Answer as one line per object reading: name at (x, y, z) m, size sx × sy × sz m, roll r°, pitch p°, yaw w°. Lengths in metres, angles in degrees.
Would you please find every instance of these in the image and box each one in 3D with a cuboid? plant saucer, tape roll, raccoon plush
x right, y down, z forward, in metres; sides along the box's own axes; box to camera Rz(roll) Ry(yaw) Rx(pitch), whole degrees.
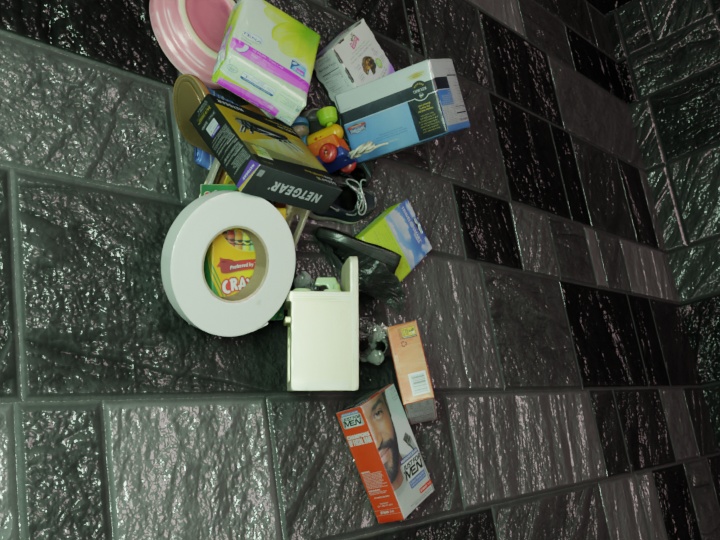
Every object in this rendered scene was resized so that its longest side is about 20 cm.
plant saucer at (-0.258, -0.407, 1.370) m, size 0.199 × 0.050 × 0.204 m, roll 26°, pitch 54°, yaw -42°
tape roll at (-0.182, -0.009, 1.152) m, size 0.200 × 0.037 × 0.207 m, roll -8°, pitch 103°, yaw -37°
raccoon plush at (-0.019, 0.077, 1.418) m, size 0.134 × 0.096 × 0.203 m, roll -22°, pitch 91°, yaw -61°

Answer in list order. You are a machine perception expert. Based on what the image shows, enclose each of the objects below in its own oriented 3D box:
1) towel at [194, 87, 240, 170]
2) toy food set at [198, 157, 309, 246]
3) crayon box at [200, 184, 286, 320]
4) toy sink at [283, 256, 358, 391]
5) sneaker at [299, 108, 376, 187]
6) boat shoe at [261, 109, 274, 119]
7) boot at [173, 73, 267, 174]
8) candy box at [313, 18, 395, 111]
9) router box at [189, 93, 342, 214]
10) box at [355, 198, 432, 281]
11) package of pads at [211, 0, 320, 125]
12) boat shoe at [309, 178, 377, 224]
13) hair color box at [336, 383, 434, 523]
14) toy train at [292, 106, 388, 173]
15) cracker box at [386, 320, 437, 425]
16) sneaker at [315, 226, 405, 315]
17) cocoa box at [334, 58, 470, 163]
towel at (-0.197, -0.212, 1.377) m, size 0.199 × 0.024 × 0.147 m, roll 20°, pitch 59°, yaw -46°
toy food set at (-0.167, -0.088, 1.267) m, size 0.199 × 0.060 × 0.146 m, roll 20°, pitch 94°, yaw -46°
crayon box at (-0.175, -0.024, 1.211) m, size 0.125 × 0.050 × 0.204 m, roll -5°, pitch 100°, yaw -37°
toy sink at (-0.064, 0.085, 1.270) m, size 0.110 × 0.130 × 0.204 m, roll 1°, pitch 82°, yaw -8°
sneaker at (-0.038, -0.231, 1.546) m, size 0.199 × 0.075 × 0.080 m, roll 32°, pitch 52°, yaw -39°
boat shoe at (-0.146, -0.329, 1.419) m, size 0.073 × 0.061 × 0.201 m, roll 45°, pitch 24°, yaw -24°
boot at (-0.208, -0.238, 1.304) m, size 0.155 × 0.073 × 0.202 m, roll -52°, pitch 130°, yaw -46°
candy box at (0.004, -0.384, 1.672) m, size 0.201 × 0.071 × 0.168 m, roll 56°, pitch 39°, yaw -18°
router box at (-0.136, -0.168, 1.214) m, size 0.158 × 0.052 × 0.199 m, roll 52°, pitch 22°, yaw 26°
box at (0.060, -0.046, 1.605) m, size 0.123 × 0.047 × 0.200 m, roll 62°, pitch 37°, yaw -11°
package of pads at (-0.153, -0.348, 1.334) m, size 0.153 × 0.068 × 0.202 m, roll 27°, pitch 44°, yaw -21°
boat shoe at (-0.025, -0.132, 1.525) m, size 0.198 × 0.061 × 0.076 m, roll 1°, pitch 72°, yaw -51°
hair color box at (0.045, 0.311, 1.406) m, size 0.110 × 0.063 × 0.203 m, roll -23°, pitch 91°, yaw -53°
toy train at (-0.045, -0.235, 1.433) m, size 0.084 × 0.198 × 0.118 m, roll 15°, pitch 59°, yaw -59°
cracker box at (0.093, 0.184, 1.438) m, size 0.200 × 0.057 × 0.136 m, roll 74°, pitch 4°, yaw -69°
sneaker at (-0.001, -0.001, 1.485) m, size 0.197 × 0.060 × 0.106 m, roll 19°, pitch 97°, yaw -12°
cocoa box at (0.079, -0.291, 1.504) m, size 0.133 × 0.197 × 0.133 m, roll -28°, pitch 102°, yaw -61°
